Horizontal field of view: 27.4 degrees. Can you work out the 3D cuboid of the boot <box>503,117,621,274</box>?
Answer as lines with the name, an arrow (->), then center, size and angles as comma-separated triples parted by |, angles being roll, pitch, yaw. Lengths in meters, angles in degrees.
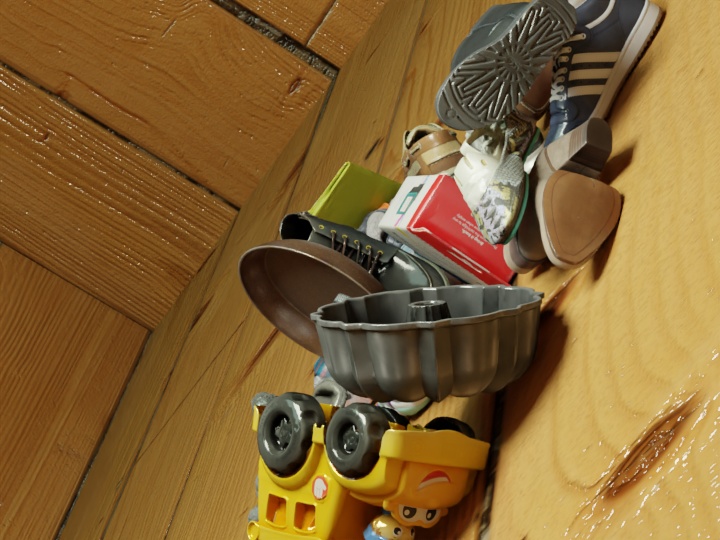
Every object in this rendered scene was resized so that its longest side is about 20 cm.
boot -> 0.173, -0.042, 1.341 | 0.146, 0.070, 0.200 | -55, 9, 49

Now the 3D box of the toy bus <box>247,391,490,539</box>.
toy bus -> -0.004, 0.207, 1.253 | 0.200, 0.135, 0.193 | 1, 78, 49

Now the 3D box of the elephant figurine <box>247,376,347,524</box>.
elephant figurine -> -0.040, 0.173, 1.463 | 0.142, 0.155, 0.200 | 102, 177, -45

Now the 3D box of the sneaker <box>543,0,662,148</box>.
sneaker -> 0.209, -0.206, 1.482 | 0.200, 0.108, 0.070 | -59, 11, -5

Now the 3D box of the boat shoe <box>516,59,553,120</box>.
boat shoe -> 0.211, -0.250, 1.688 | 0.072, 0.076, 0.200 | -42, 21, 48

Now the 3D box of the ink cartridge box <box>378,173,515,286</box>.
ink cartridge box -> 0.099, -0.039, 1.494 | 0.067, 0.116, 0.200 | -58, 12, -4

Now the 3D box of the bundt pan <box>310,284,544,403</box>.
bundt pan -> 0.060, 0.064, 1.265 | 0.202, 0.201, 0.076 | -152, 56, -79

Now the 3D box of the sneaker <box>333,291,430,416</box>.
sneaker -> 0.028, 0.069, 1.451 | 0.200, 0.140, 0.078 | -40, 21, 57

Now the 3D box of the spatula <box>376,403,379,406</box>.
spatula -> 0.064, 0.086, 1.554 | 0.200, 0.021, 0.057 | -48, 11, 35

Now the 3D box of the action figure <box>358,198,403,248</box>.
action figure -> 0.007, -0.024, 1.717 | 0.194, 0.104, 0.200 | -47, -16, -21

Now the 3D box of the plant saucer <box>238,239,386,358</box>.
plant saucer -> -0.035, 0.031, 1.554 | 0.035, 0.200, 0.200 | -57, 9, -27

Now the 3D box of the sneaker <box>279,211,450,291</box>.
sneaker -> 0.000, 0.000, 1.559 | 0.200, 0.106, 0.075 | 27, 96, 44

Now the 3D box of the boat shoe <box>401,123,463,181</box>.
boat shoe -> 0.083, -0.131, 1.670 | 0.075, 0.074, 0.200 | -24, 7, -7

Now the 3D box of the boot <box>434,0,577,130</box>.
boot -> 0.119, -0.202, 1.457 | 0.165, 0.066, 0.200 | -41, 14, -5

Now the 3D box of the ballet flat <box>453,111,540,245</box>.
ballet flat -> 0.120, -0.090, 1.364 | 0.072, 0.072, 0.201 | -51, 10, 32

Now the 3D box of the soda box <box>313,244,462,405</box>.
soda box -> 0.029, 0.060, 1.650 | 0.200, 0.068, 0.064 | -54, 14, 17

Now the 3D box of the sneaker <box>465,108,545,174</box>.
sneaker -> 0.140, -0.165, 1.617 | 0.076, 0.115, 0.200 | -40, 13, -5

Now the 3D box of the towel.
towel -> 0.024, -0.073, 1.788 | 0.086, 0.200, 0.018 | -55, 50, 14
